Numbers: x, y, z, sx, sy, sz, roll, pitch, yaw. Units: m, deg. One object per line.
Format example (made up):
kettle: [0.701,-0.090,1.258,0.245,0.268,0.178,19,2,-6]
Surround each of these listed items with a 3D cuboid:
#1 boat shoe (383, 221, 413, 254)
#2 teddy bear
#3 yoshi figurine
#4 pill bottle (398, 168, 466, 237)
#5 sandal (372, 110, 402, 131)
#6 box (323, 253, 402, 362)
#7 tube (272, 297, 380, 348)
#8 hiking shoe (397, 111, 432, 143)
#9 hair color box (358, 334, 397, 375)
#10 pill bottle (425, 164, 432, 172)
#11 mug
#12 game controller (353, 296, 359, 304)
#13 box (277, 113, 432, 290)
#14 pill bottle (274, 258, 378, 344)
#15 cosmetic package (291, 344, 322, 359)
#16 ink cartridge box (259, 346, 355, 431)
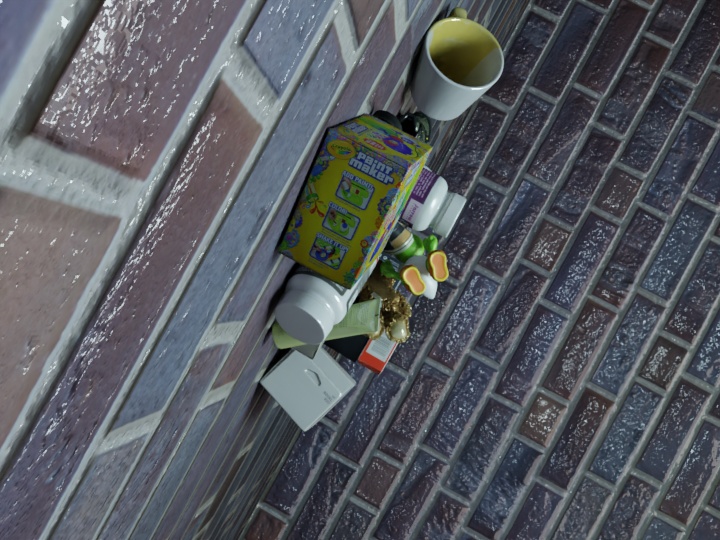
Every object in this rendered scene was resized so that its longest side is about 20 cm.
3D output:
boat shoe: [0.027,-0.070,1.365,0.075,0.062,0.200,-46,-158,-18]
teddy bear: [0.029,0.063,1.330,0.144,0.200,0.067,-7,135,-28]
yoshi figurine: [0.099,-0.021,1.327,0.200,0.112,0.112,-133,-117,-82]
pill bottle: [0.093,-0.143,1.330,0.113,0.199,0.112,-61,174,-11]
sandal: [0.054,-0.192,1.207,0.048,0.075,0.201,-48,156,-29]
box: [0.000,0.078,1.651,0.197,0.124,0.200,-59,175,-28]
tube: [-0.058,0.098,1.251,0.052,0.199,0.058,6,71,-71]
hiking shoe: [0.105,-0.278,1.431,0.200,0.076,0.101,-56,176,-42]
hair color box: [0.046,0.175,1.620,0.111,0.064,0.200,-60,174,-9]
pill bottle: [0.104,-0.182,1.525,0.116,0.115,0.200,-63,-173,13]
mug: [0.174,-0.368,1.311,0.187,0.149,0.153,-52,179,-25]
game controller: [0.000,0.000,1.497,0.104,0.042,0.201,-18,-107,54]
box: [-0.003,-0.108,1.035,0.193,0.122,0.200,-65,174,23]
pill bottle: [-0.058,0.021,1.213,0.200,0.114,0.114,-57,173,-36]
cosmetic package: [-0.075,0.060,1.393,0.200,0.087,0.104,-59,176,-39]
ink cartridge box: [-0.110,0.247,1.557,0.145,0.147,0.200,-44,173,-5]
